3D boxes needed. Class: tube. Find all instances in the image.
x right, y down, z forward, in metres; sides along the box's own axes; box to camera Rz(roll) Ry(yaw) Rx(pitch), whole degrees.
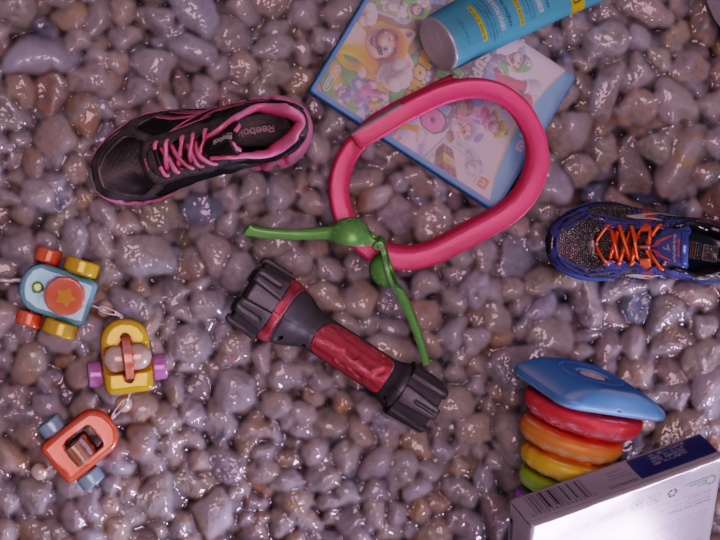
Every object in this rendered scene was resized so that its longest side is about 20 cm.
[{"bbox_3d":[0.143,-0.239,1.627,0.200,0.050,0.078,-31,102,-26],"label":"tube"}]

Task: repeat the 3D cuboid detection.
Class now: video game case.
[{"bbox_3d":[0.073,-0.165,1.636,0.200,0.018,0.144,32,84,-10],"label":"video game case"}]

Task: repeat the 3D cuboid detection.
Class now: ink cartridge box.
[{"bbox_3d":[0.219,0.255,1.623,0.199,0.041,0.201,-16,127,-21],"label":"ink cartridge box"}]

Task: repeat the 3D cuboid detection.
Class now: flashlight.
[{"bbox_3d":[-0.017,0.069,1.594,0.200,0.068,0.068,33,51,-5],"label":"flashlight"}]

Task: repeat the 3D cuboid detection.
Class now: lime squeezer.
[{"bbox_3d":[0.000,0.000,1.585,0.200,0.038,0.071,36,88,-10],"label":"lime squeezer"}]

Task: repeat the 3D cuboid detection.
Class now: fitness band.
[{"bbox_3d":[0.067,-0.085,1.612,0.199,0.037,0.144,-27,104,1],"label":"fitness band"}]

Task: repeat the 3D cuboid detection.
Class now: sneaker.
[{"bbox_3d":[-0.133,-0.106,1.558,0.199,0.095,0.079,-17,96,-9],"label":"sneaker"},{"bbox_3d":[0.262,-0.025,1.645,0.199,0.078,0.076,0,90,-11],"label":"sneaker"}]

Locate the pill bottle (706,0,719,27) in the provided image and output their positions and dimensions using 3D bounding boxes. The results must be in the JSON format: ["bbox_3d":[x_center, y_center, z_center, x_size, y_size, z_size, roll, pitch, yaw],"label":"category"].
[{"bbox_3d":[0.412,-0.280,1.653,0.199,0.111,0.111,-26,96,-9],"label":"pill bottle"}]

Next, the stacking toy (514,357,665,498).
[{"bbox_3d":[0.178,0.185,1.631,0.116,0.110,0.201,9,101,-26],"label":"stacking toy"}]

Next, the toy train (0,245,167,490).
[{"bbox_3d":[-0.248,0.080,1.558,0.150,0.056,0.200,-33,97,-9],"label":"toy train"}]
